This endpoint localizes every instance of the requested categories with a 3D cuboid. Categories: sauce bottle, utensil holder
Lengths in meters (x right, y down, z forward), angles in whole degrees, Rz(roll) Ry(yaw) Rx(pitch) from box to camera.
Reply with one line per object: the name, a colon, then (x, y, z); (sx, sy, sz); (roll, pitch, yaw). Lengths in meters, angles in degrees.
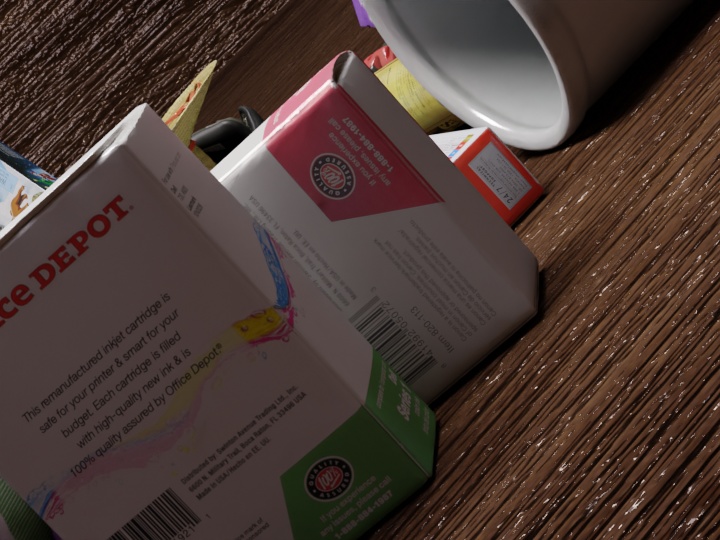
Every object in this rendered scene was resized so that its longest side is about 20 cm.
sauce bottle: (0.065, -0.132, 1.597); (0.066, 0.066, 0.200); (-49, 12, -29)
utensil holder: (0.121, -0.195, 1.359); (0.200, 0.170, 0.170); (-43, 10, -19)

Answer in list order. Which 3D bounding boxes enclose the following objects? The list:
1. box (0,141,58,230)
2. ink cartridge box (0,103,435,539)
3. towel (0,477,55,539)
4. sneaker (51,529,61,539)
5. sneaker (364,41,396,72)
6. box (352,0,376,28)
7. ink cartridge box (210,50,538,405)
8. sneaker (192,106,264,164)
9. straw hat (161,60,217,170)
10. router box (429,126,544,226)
box: (-0.229, 0.002, 1.501); (0.200, 0.038, 0.137); (31, 103, 42)
ink cartridge box: (-0.085, 0.050, 1.041); (0.145, 0.200, 0.084); (-40, 11, 15)
towel: (-0.179, 0.094, 1.371); (0.153, 0.023, 0.201); (78, -150, -59)
sneaker: (-0.135, 0.130, 1.316); (0.114, 0.073, 0.200); (-47, 1, 17)
sneaker: (0.067, -0.167, 1.709); (0.098, 0.071, 0.200); (-52, 11, -30)
box: (0.104, -0.211, 1.591); (0.199, 0.039, 0.137); (-22, 12, -15)
ink cartridge box: (-0.035, 0.017, 1.130); (0.200, 0.147, 0.083); (-40, 9, 15)
sneaker: (-0.078, -0.073, 1.779); (0.076, 0.114, 0.199); (-40, 8, 3)
straw hat: (-0.126, -0.035, 1.572); (0.201, 0.085, 0.201); (-50, 10, 12)
router box: (0.000, 0.000, 1.349); (0.179, 0.049, 0.200); (-45, 10, -8)
